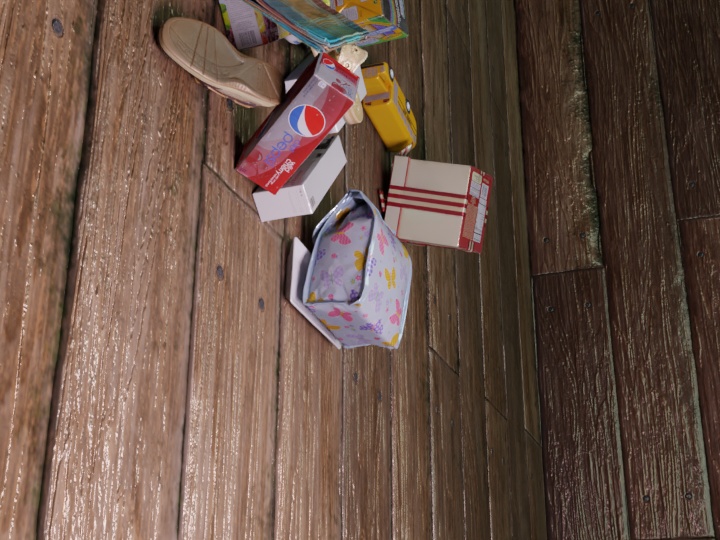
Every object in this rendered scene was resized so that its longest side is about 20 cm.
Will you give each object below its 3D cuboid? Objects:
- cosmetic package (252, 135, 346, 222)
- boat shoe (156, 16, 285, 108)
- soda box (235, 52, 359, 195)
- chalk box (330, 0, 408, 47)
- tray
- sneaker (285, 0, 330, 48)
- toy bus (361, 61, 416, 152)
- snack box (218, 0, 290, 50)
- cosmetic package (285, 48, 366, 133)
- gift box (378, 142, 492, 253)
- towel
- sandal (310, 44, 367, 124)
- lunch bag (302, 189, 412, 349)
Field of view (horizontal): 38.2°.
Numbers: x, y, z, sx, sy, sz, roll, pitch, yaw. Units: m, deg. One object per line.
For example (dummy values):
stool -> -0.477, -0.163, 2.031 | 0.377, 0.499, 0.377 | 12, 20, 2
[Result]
cosmetic package -> -0.088, -0.140, 1.551 | 0.200, 0.082, 0.051 | -64, 139, -59
boat shoe -> -0.187, -0.257, 1.331 | 0.199, 0.072, 0.073 | 18, 68, -45
soda box -> -0.085, -0.196, 1.401 | 0.070, 0.200, 0.064 | 32, 39, -19
chalk box -> 0.009, -0.485, 1.906 | 0.200, 0.123, 0.126 | 5, 77, -72
tray -> -0.073, 0.039, 1.612 | 0.200, 0.022, 0.108 | 50, 36, -57
sneaker -> -0.075, -0.396, 1.696 | 0.201, 0.075, 0.106 | -75, 151, -50
toy bus -> 0.052, -0.322, 2.053 | 0.200, 0.064, 0.079 | 53, 36, -56
snack box -> -0.153, -0.431, 1.499 | 0.169, 0.067, 0.202 | -51, 129, -64
cosmetic package -> -0.056, -0.302, 1.720 | 0.200, 0.071, 0.102 | -61, 139, -59
gift box -> 0.148, -0.142, 2.067 | 0.184, 0.185, 0.202 | 22, 78, -66
towel -> -0.074, -0.352, 1.425 | 0.022, 0.146, 0.200 | -58, 174, 24
sandal -> -0.018, -0.323, 1.624 | 0.213, 0.069, 0.078 | 64, 26, -42
lunch bag -> 0.000, 0.000, 1.622 | 0.170, 0.126, 0.202 | 50, 47, -54
